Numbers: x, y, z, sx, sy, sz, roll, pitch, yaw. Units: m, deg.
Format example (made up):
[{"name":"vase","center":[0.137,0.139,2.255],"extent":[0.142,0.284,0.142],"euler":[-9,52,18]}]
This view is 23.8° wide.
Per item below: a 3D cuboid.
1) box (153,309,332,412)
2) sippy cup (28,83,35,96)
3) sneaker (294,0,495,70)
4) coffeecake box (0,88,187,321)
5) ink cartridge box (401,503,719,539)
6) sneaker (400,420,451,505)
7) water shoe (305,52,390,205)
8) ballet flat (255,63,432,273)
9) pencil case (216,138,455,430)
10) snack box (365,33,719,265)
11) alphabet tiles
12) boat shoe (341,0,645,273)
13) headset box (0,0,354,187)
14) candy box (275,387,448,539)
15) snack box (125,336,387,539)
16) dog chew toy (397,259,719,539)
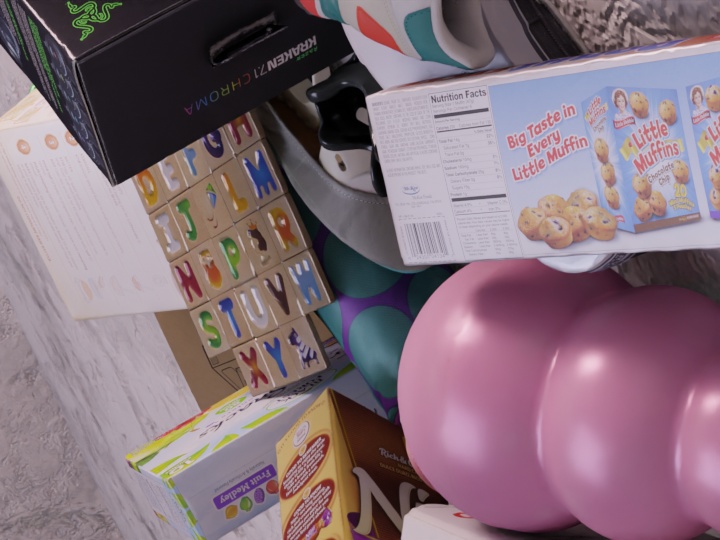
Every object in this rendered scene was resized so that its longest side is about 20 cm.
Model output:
[{"name":"box","center":[-0.063,0.070,1.277],"extent":[0.199,0.021,0.164],"euler":[10,135,34]},{"name":"sippy cup","center":[-0.179,-0.102,1.308],"extent":[0.130,0.139,0.179],"euler":[97,-178,-80]},{"name":"sneaker","center":[0.039,-0.163,0.620],"extent":[0.093,0.070,0.201],"euler":[31,131,18]},{"name":"coffeecake box","center":[-0.132,-0.055,1.148],"extent":[0.199,0.073,0.154],"euler":[-6,119,32]},{"name":"ink cartridge box","center":[0.125,0.163,0.736],"extent":[0.200,0.146,0.084],"euler":[11,95,59]},{"name":"sneaker","center":[0.086,0.083,0.865],"extent":[0.076,0.104,0.200],"euler":[63,162,-7]},{"name":"water shoe","center":[0.047,-0.047,0.797],"extent":[0.200,0.079,0.072],"euler":[40,155,50]},{"name":"ballet flat","center":[-0.019,-0.082,0.962],"extent":[0.200,0.067,0.064],"euler":[50,150,27]},{"name":"pencil case","center":[0.000,0.000,1.008],"extent":[0.200,0.085,0.093],"euler":[52,160,24]},{"name":"snack box","center":[0.085,-0.042,0.626],"extent":[0.199,0.024,0.072],"euler":[-3,104,45]},{"name":"alphabet tiles","center":[-0.082,-0.024,1.027],"extent":[0.166,0.006,0.201],"euler":[-24,89,58]},{"name":"boat shoe","center":[0.061,-0.086,0.710],"extent":[0.200,0.068,0.072],"euler":[52,124,20]},{"name":"headset box","center":[-0.104,-0.161,0.879],"extent":[0.200,0.173,0.093],"euler":[49,161,34]},{"name":"candy box","center":[0.020,0.163,0.890],"extent":[0.116,0.057,0.200],"euler":[30,-155,-25]},{"name":"snack box","center":[-0.041,0.096,1.089],"extent":[0.053,0.199,0.142],"euler":[63,163,-9]},{"name":"dog chew toy","center":[0.112,0.059,0.710],"extent":[0.199,0.124,0.125],"euler":[11,133,42]}]
